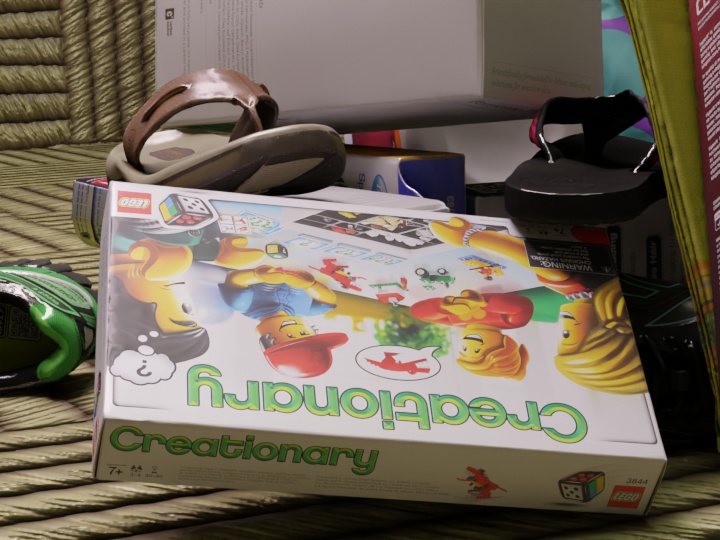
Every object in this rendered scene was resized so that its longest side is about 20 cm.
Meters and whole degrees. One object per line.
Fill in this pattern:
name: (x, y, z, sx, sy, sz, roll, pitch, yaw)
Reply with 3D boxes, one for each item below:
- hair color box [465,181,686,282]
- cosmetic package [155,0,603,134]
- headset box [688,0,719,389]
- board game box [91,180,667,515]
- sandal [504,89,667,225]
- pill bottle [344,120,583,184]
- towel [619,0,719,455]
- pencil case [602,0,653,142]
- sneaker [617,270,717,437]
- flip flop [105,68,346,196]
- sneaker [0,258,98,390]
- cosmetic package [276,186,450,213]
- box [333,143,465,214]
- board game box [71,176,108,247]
hair color box: (0.143, 0.003, 0.912, 0.199, 0.101, 0.061, -4, 9, -13)
cosmetic package: (0.007, -0.112, 0.908, 0.199, 0.085, 0.107, 0, -1, 40)
headset box: (0.213, -0.051, 0.736, 0.148, 0.201, 0.077, 7, -25, -17)
board game box: (0.003, 0.028, 0.695, 0.199, 0.035, 0.127, 5, 41, -11)
sandal: (0.103, -0.053, 0.811, 0.075, 0.045, 0.200, 0, 8, 13)
pill bottle: (0.054, -0.081, 1.091, 0.109, 0.110, 0.200, -4, 3, -12)
towel: (0.155, -0.024, 0.767, 0.086, 0.201, 0.018, 3, -20, -39)
pencil case: (0.156, -0.093, 1.120, 0.092, 0.201, 0.085, -43, -18, 33)
sneaker: (0.127, 0.033, 0.786, 0.199, 0.076, 0.079, -6, 12, -30)
flip flop: (-0.068, -0.060, 0.833, 0.081, 0.058, 0.200, -8, 8, -18)
sneaker: (-0.233, 0.025, 0.966, 0.199, 0.079, 0.085, -3, 8, -4)
cosmetic package: (-0.039, 0.017, 0.855, 0.090, 0.107, 0.200, -9, 12, -23)
box: (0.000, 0.000, 0.917, 0.041, 0.120, 0.200, -6, 9, -28)
board game box: (-0.084, -0.022, 1.153, 0.199, 0.062, 0.200, 13, 10, 23)
